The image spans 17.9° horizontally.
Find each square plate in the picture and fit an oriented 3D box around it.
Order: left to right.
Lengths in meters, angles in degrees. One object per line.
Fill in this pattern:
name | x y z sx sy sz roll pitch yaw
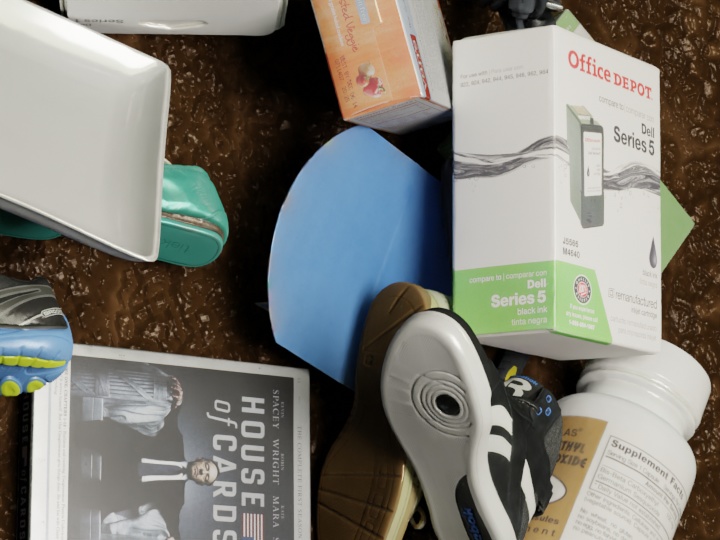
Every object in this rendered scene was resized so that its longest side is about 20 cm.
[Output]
square plate | -0.209 -0.096 1.350 0.199 0.029 0.199 22 36 -19

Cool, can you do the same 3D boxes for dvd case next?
dvd case | -0.119 0.127 1.422 0.199 0.025 0.152 7 75 -32

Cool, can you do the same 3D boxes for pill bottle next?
pill bottle | 0.165 0.147 1.557 0.114 0.114 0.201 38 61 -21

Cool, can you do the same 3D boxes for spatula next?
spatula | 0.066 0.025 1.531 0.056 0.020 0.202 2 86 -36

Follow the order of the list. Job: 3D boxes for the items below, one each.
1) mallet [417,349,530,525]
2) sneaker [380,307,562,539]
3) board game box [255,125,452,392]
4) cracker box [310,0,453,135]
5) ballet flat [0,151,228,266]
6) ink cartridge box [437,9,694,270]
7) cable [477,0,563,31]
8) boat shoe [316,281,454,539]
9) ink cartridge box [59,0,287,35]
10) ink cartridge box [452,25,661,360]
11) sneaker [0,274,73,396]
mallet | 0.082 0.088 1.565 0.066 0.041 0.201 35 57 -21
sneaker | 0.075 0.082 1.441 0.112 0.073 0.201 -52 140 -41
board game box | 0.000 0.000 1.518 0.200 0.039 0.159 34 69 -42
cracker box | 0.015 -0.163 1.489 0.200 0.057 0.135 1 74 -79
ballet flat | -0.174 -0.053 1.411 0.199 0.067 0.071 12 48 -32
ink cartridge box | 0.163 -0.065 1.647 0.200 0.048 0.146 48 58 -14
cable | 0.109 -0.253 1.571 0.050 0.200 0.164 1 118 -5
boat shoe | 0.026 0.111 1.479 0.062 0.073 0.202 13 93 -47
ink cartridge box | -0.118 -0.257 1.444 0.145 0.084 0.202 -1 78 -5
ink cartridge box | 0.131 -0.049 1.517 0.145 0.083 0.202 12 76 -53
sneaker | -0.265 0.023 1.329 0.198 0.071 0.083 9 46 -27
